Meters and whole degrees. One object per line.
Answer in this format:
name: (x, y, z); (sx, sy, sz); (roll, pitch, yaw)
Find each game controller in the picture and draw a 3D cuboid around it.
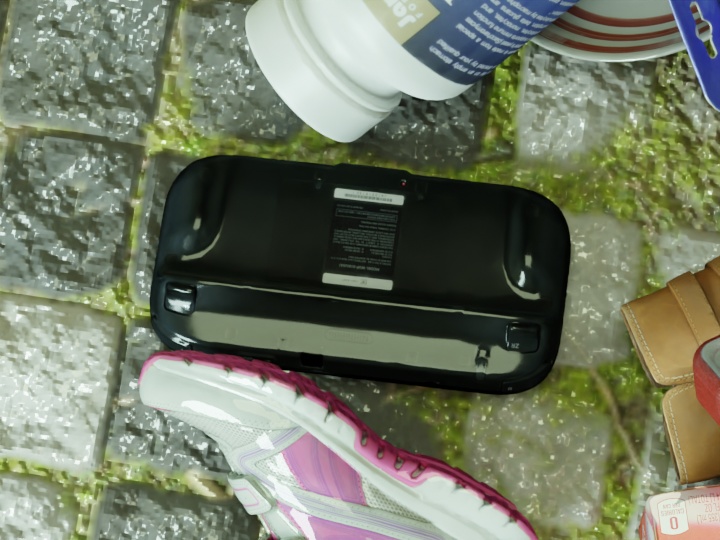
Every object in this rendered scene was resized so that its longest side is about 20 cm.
game controller: (0.000, 0.000, 1.430); (0.199, 0.042, 0.105); (7, 64, 4)

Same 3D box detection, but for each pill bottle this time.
pill bottle: (0.044, -0.150, 1.391); (0.200, 0.111, 0.111); (-38, 77, 23)

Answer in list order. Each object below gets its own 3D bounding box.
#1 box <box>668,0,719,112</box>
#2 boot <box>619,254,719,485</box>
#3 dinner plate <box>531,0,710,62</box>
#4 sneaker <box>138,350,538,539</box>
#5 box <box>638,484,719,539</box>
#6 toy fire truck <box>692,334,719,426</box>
box: (0.232, -0.147, 1.356); (0.200, 0.041, 0.119); (-29, 104, -21)
boot: (0.196, -0.004, 1.400); (0.154, 0.074, 0.201); (-15, 75, 4)
dinner plate: (0.145, -0.187, 1.436); (0.199, 0.024, 0.201); (-12, 62, 24)
sneaker: (-0.021, 0.106, 1.374); (0.200, 0.081, 0.088); (31, 92, 1)
box: (0.232, 0.145, 1.351); (0.199, 0.095, 0.103); (-8, 76, 1)
toy fire truck: (0.263, 0.044, 1.286); (0.199, 0.112, 0.168); (-25, 42, -11)
